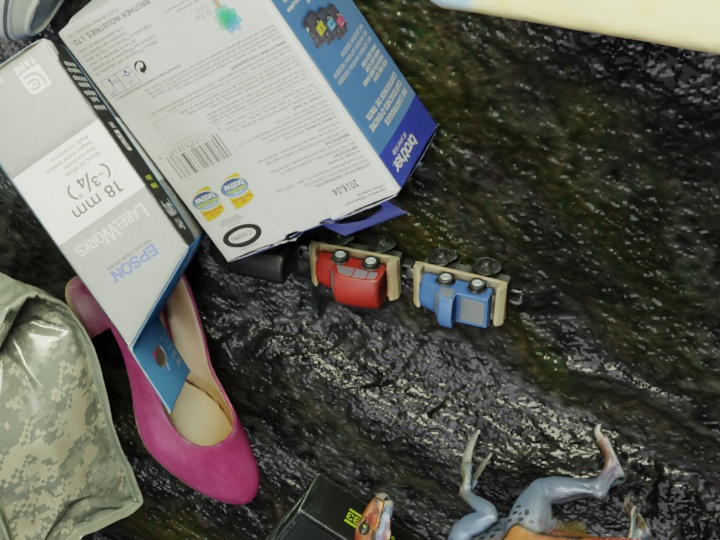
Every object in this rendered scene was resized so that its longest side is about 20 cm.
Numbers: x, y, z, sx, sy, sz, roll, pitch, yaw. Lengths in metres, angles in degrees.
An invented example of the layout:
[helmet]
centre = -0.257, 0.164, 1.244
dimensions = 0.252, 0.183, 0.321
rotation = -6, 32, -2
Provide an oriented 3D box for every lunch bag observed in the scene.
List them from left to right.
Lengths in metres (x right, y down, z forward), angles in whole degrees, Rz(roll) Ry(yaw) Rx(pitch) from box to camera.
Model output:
[lunch bag]
centre = -0.252, 0.080, 0.971
dimensions = 0.164, 0.117, 0.201
rotation = 22, 132, 45

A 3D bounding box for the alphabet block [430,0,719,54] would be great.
[alphabet block]
centre = 0.148, -0.207, 0.548
dimensions = 0.199, 0.197, 0.196
rotation = 13, 131, 14

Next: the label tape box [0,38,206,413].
[label tape box]
centre = -0.135, -0.029, 0.819
dimensions = 0.063, 0.144, 0.200
rotation = -34, 96, 1

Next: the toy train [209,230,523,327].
[toy train]
centre = 0.000, 0.000, 0.873
dimensions = 0.199, 0.046, 0.034
rotation = 12, 129, 16

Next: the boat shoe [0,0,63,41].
[boat shoe]
centre = -0.144, -0.191, 0.779
dimensions = 0.066, 0.072, 0.200
rotation = 38, 123, -2

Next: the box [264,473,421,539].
[box]
centre = 0.000, 0.267, 1.079
dimensions = 0.193, 0.048, 0.200
rotation = 32, 131, -5

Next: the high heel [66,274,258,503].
[high heel]
centre = -0.110, 0.069, 0.955
dimensions = 0.096, 0.067, 0.200
rotation = -21, 103, 43

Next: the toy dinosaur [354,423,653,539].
[toy dinosaur]
centre = 0.084, 0.166, 0.903
dimensions = 0.181, 0.200, 0.105
rotation = -24, 100, 2

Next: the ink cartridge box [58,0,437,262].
[ink cartridge box]
centre = -0.052, -0.093, 0.804
dimensions = 0.136, 0.076, 0.200
rotation = -20, 114, 36
